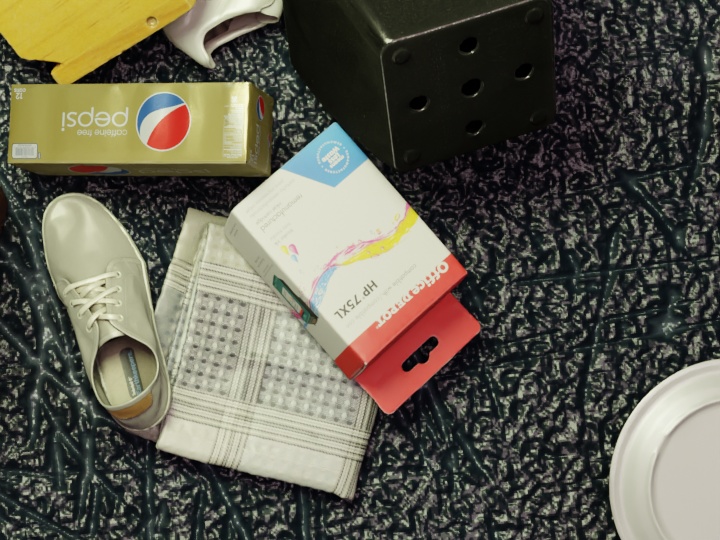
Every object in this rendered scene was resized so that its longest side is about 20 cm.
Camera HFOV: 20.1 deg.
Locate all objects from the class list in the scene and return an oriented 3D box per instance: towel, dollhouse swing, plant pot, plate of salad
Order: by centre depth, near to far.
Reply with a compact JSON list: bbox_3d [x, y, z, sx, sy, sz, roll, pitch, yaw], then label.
[{"bbox_3d":[0.056,-0.197,1.549,0.198,0.201,0.178,-17,49,-8],"label":"plant pot"},{"bbox_3d":[-0.221,-0.297,1.590,0.181,0.176,0.200,-28,120,17],"label":"dollhouse swing"},{"bbox_3d":[-0.075,0.066,1.628,0.198,0.035,0.195,16,84,-5],"label":"towel"},{"bbox_3d":[0.297,0.171,1.661,0.198,0.048,0.202,-1,96,-7],"label":"plate of salad"}]

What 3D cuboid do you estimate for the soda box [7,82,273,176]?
[{"bbox_3d":[-0.170,-0.109,1.581,0.198,0.068,0.065,2,85,15],"label":"soda box"}]

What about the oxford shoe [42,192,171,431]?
[{"bbox_3d":[-0.199,0.028,1.593,0.075,0.058,0.202,-22,76,6],"label":"oxford shoe"}]

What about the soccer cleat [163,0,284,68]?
[{"bbox_3d":[-0.072,-0.242,1.633,0.200,0.069,0.078,-40,71,-1],"label":"soccer cleat"}]

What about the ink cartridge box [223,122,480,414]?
[{"bbox_3d":[0.000,0.000,1.603,0.116,0.067,0.200,-41,87,-17],"label":"ink cartridge box"}]

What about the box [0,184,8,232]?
[{"bbox_3d":[-0.383,-0.007,1.530,0.198,0.164,0.168,14,83,-6],"label":"box"}]
